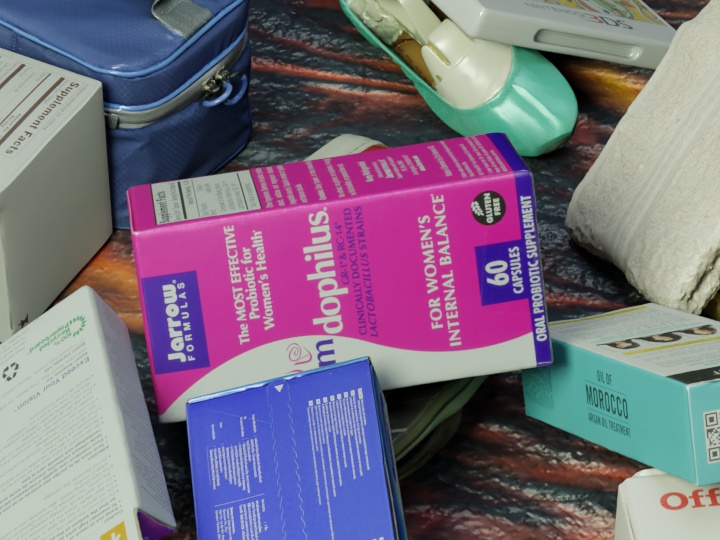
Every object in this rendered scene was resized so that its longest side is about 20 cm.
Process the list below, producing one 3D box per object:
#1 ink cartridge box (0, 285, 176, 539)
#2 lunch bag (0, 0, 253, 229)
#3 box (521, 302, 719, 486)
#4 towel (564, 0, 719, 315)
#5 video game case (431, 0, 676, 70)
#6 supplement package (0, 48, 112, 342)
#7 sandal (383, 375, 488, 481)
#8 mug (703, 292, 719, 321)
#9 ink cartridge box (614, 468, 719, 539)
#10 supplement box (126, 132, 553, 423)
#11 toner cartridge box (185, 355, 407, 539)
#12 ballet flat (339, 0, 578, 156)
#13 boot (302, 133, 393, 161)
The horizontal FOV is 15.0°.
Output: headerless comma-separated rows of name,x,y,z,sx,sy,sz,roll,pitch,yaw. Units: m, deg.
ink cartridge box,-0.178,0.131,1.270,0.196,0.043,0.201,-33,41,13
lunch bag,-0.153,-0.128,1.574,0.199,0.133,0.136,23,46,25
box,0.154,0.058,1.348,0.082,0.050,0.200,-10,10,-18
towel,0.196,-0.078,1.482,0.034,0.201,0.133,29,8,-31
video game case,0.084,-0.189,1.668,0.181,0.023,0.200,6,31,-41
supplement package,-0.249,-0.060,1.509,0.199,0.114,0.110,20,45,19
sandal,0.016,0.078,1.399,0.079,0.058,0.201,14,27,31
mug,0.267,-0.057,1.494,0.186,0.150,0.153,-13,34,-25
ink cartridge box,0.204,0.185,1.252,0.145,0.083,0.201,-4,41,-5
supplement box,-0.012,0.002,1.368,0.199,0.102,0.103,-9,15,-3
toner cartridge box,-0.024,0.138,1.259,0.094,0.043,0.201,-12,49,5
ballet flat,0.047,-0.134,1.624,0.067,0.070,0.200,-50,50,2
boot,0.000,0.000,1.463,0.144,0.073,0.200,20,41,32
